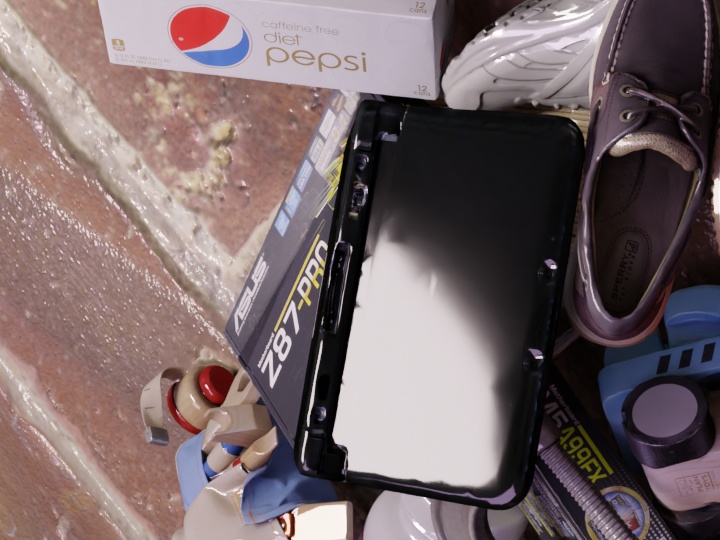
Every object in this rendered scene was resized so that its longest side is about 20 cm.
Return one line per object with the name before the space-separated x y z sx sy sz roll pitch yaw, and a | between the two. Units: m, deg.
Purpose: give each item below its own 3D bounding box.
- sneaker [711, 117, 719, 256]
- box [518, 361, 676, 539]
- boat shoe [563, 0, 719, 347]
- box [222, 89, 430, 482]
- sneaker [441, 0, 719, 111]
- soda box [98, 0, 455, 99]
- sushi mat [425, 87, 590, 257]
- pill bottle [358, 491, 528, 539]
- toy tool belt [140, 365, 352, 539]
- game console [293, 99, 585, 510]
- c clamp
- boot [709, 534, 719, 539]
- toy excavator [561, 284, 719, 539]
sneaker | 0.241 -0.076 1.055 0.108 0.070 0.200 2 84 35
box | 0.115 0.118 1.230 0.200 0.044 0.160 56 173 3
boat shoe | 0.146 -0.060 1.065 0.072 0.065 0.200 13 86 -3
box | 0.000 0.000 1.251 0.200 0.049 0.161 -64 32 21
sneaker | 0.128 -0.112 1.168 0.200 0.078 0.099 -26 97 46
soda box | -0.048 -0.154 1.227 0.200 0.064 0.068 7 141 10
sushi mat | 0.057 -0.061 1.274 0.200 0.012 0.096 10 97 39
pill bottle | 0.045 0.204 1.379 0.109 0.109 0.200 36 130 20
toy tool belt | -0.062 0.125 1.426 0.123 0.125 0.200 -44 47 32
game console | 0.037 0.019 1.127 0.116 0.176 0.200 10 85 -2
c clamp | 0.116 0.146 1.134 0.171 0.027 0.200 -37 86 38
boot | 0.252 0.199 1.163 0.200 0.155 0.074 21 93 22
toy excavator | 0.170 0.050 1.202 0.194 0.200 0.100 -15 135 13
